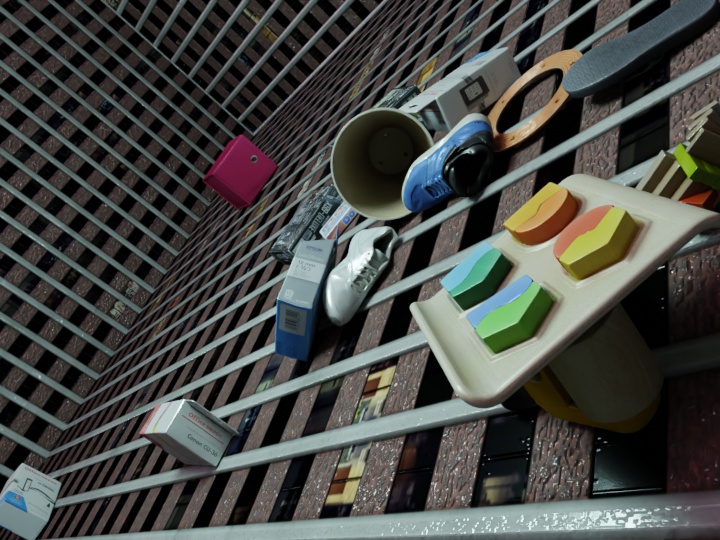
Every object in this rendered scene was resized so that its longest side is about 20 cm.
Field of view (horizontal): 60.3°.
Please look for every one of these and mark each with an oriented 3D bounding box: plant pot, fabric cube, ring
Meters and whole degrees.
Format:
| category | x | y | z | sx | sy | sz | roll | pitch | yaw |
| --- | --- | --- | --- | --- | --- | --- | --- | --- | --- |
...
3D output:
| category | x | y | z | sx | sy | sz | roll | pitch | yaw |
| --- | --- | --- | --- | --- | --- | --- | --- | --- | --- |
| plant pot | 0.050 | -0.210 | 1.146 | 0.187 | 0.187 | 0.200 | -44 | 9 | 17 |
| fabric cube | -0.486 | -0.391 | 2.488 | 0.201 | 0.196 | 0.199 | -57 | 22 | -16 |
| ring | 0.266 | -0.260 | 0.966 | 0.200 | 0.019 | 0.202 | -44 | 23 | 23 |

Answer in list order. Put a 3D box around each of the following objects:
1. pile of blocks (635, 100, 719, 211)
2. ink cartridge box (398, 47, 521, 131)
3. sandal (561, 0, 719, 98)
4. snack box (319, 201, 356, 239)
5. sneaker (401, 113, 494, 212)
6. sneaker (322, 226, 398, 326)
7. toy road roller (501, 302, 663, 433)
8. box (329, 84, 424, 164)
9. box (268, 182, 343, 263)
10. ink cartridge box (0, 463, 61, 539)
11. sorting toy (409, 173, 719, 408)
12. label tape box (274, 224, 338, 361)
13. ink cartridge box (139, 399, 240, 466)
| category | x | y | z | sx | sy | sz | roll | pitch | yaw |
| --- | --- | --- | --- | --- | --- | --- | --- | --- | --- |
| pile of blocks | 0.324 | -0.102 | 0.503 | 0.199 | 0.082 | 0.063 | -39 | 23 | 29 |
| ink cartridge box | 0.172 | -0.307 | 1.098 | 0.198 | 0.067 | 0.116 | -35 | 20 | -5 |
| sandal | 0.354 | -0.272 | 0.788 | 0.198 | 0.043 | 0.077 | -24 | 40 | 34 |
| snack box | -0.014 | -0.148 | 1.357 | 0.201 | 0.024 | 0.072 | -51 | 21 | 3 |
| sneaker | 0.133 | -0.144 | 0.972 | 0.200 | 0.076 | 0.112 | -43 | 26 | 33 |
| sneaker | 0.000 | 0.000 | 1.028 | 0.080 | 0.070 | 0.202 | -20 | 37 | 49 |
| toy road roller | 0.176 | 0.037 | 0.541 | 0.146 | 0.123 | 0.199 | -46 | 18 | -19 |
| box | 0.046 | -0.303 | 1.358 | 0.200 | 0.086 | 0.164 | -43 | 21 | -5 |
| box | -0.129 | -0.111 | 1.499 | 0.202 | 0.050 | 0.157 | -58 | 21 | -16 |
| ink cartridge box | -1.014 | 0.700 | 1.886 | 0.085 | 0.145 | 0.200 | -50 | 21 | 3 |
| sorting toy | 0.130 | -0.004 | 0.464 | 0.199 | 0.037 | 0.185 | -38 | 17 | 5 |
| label tape box | -0.090 | 0.031 | 1.078 | 0.145 | 0.065 | 0.202 | 100 | -176 | -47 |
| ink cartridge box | -0.311 | 0.296 | 1.125 | 0.199 | 0.116 | 0.068 | -23 | 33 | 52 |
